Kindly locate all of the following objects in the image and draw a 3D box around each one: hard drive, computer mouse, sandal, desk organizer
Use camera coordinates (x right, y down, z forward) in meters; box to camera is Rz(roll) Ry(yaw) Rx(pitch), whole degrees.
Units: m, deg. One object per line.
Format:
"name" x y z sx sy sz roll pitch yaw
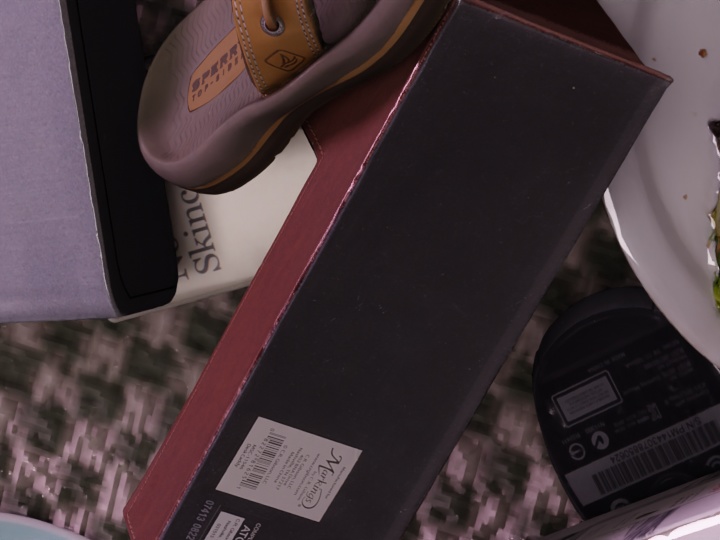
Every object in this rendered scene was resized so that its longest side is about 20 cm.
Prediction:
"hard drive" -0.146 -0.052 0.942 0.199 0.033 0.140 -4 98 42
"computer mouse" 0.103 0.108 0.951 0.140 0.046 0.201 -34 87 32
"sandal" -0.018 -0.089 0.808 0.054 0.082 0.200 20 146 -25
"desk organizer" 0.000 0.000 0.857 0.071 0.077 0.201 18 114 -27

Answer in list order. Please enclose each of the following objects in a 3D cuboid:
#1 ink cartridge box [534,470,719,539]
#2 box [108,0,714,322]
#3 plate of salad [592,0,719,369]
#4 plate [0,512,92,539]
"ink cartridge box" 0.113 0.138 0.877 0.199 0.083 0.147 -24 92 33
"box" 0.009 -0.049 0.933 0.199 0.068 0.083 -17 95 14
"plate of salad" 0.161 -0.054 0.873 0.199 0.048 0.201 0 91 -16
"plate" -0.127 0.174 0.963 0.200 0.200 0.026 39 148 5
